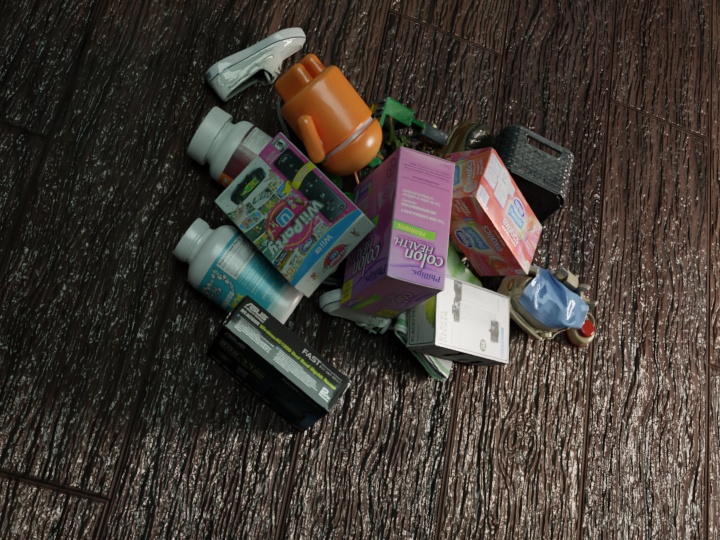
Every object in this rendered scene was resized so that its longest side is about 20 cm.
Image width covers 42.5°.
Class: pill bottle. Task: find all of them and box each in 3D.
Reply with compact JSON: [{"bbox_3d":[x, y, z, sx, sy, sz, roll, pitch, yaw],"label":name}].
[{"bbox_3d":[-0.173,-0.169,1.492,0.198,0.110,0.110,33,61,-5],"label":"pill bottle"},{"bbox_3d":[-0.186,0.007,1.414,0.199,0.111,0.111,36,61,-2],"label":"pill bottle"}]

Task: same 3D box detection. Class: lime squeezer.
[{"bbox_3d":[-0.030,-0.135,1.524,0.038,0.070,0.201,-42,99,-17],"label":"lime squeezer"}]

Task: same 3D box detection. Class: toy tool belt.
[{"bbox_3d":[0.337,0.058,1.584,0.198,0.123,0.126,28,61,-8],"label":"toy tool belt"}]

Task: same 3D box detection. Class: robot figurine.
[{"bbox_3d":[-0.045,-0.231,1.431,0.116,0.144,0.201,-38,100,6],"label":"robot figurine"}]

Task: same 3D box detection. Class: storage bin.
[{"bbox_3d":[0.261,-0.142,1.594,0.133,0.200,0.095,24,62,-9],"label":"storage bin"}]

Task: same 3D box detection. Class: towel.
[{"bbox_3d":[0.133,0.059,1.519,0.150,0.030,0.202,49,53,-34],"label":"towel"}]

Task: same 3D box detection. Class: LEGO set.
[{"bbox_3d":[0.058,-0.207,1.615,0.197,0.115,0.157,14,82,-29],"label":"LEGO set"}]

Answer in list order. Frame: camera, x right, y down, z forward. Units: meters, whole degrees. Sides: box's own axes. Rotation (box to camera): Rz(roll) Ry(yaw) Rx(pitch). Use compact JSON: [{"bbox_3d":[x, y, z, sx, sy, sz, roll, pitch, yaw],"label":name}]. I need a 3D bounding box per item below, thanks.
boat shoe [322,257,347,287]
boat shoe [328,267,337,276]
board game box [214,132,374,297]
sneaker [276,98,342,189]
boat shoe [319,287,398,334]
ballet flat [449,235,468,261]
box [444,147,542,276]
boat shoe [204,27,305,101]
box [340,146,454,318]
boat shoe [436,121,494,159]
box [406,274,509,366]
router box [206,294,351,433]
[{"bbox_3d":[0.000,0.000,1.497,0.196,0.073,0.068,11,24,-14],"label":"boat shoe"},{"bbox_3d":[-0.068,-0.067,1.456,0.073,0.076,0.203,0,31,-4],"label":"boat shoe"},{"bbox_3d":[-0.098,-0.085,1.373,0.148,0.064,0.200,-46,66,1],"label":"board game box"},{"bbox_3d":[-0.071,-0.235,1.540,0.076,0.146,0.205,-20,78,-28],"label":"sneaker"},{"bbox_3d":[0.031,0.068,1.491,0.196,0.074,0.068,1,67,-21],"label":"boat shoe"},{"bbox_3d":[0.119,-0.030,1.578,0.197,0.069,0.071,-8,71,-24],"label":"ballet flat"},{"bbox_3d":[0.204,-0.091,1.497,0.200,0.093,0.104,49,53,-38],"label":"box"},{"bbox_3d":[-0.169,-0.352,1.594,0.198,0.072,0.066,-31,86,-28],"label":"boat shoe"},{"bbox_3d":[0.054,-0.053,1.400,0.095,0.176,0.204,13,70,-20],"label":"box"},{"bbox_3d":[0.150,-0.160,1.559,0.075,0.074,0.202,29,95,-42],"label":"boat shoe"},{"bbox_3d":[0.159,0.082,1.484,0.198,0.059,0.119,19,69,-44],"label":"box"},{"bbox_3d":[-0.124,0.142,1.359,0.199,0.150,0.062,39,61,-1],"label":"router box"}]
